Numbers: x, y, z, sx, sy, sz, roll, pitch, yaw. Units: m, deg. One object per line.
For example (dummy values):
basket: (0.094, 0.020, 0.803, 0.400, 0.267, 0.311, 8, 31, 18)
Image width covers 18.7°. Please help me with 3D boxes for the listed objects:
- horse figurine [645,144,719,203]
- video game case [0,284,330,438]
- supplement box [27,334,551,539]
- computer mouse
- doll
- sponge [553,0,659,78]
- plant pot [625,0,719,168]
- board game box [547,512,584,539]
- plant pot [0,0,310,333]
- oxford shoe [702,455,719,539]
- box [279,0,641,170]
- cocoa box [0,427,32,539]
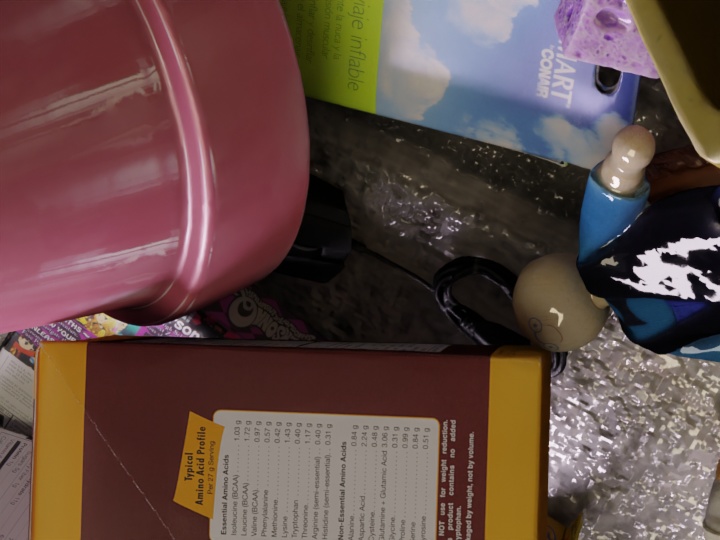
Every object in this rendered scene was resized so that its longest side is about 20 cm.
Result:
horse figurine: (0.202, -0.028, 0.837, 0.199, 0.050, 0.133, -28, 114, 41)
video game case: (-0.077, 0.073, 1.039, 0.199, 0.036, 0.181, 36, 138, -3)
supplement box: (-0.025, 0.128, 0.893, 0.198, 0.133, 0.199, 2, 90, 7)
computer mouse: (0.000, 0.000, 0.961, 0.199, 0.034, 0.059, 25, 130, 6)
doll: (0.137, -0.006, 0.817, 0.199, 0.049, 0.136, -14, 134, 43)
sponge: (0.153, -0.150, 0.747, 0.111, 0.030, 0.201, 12, 127, -14)
plant pot: (0.194, -0.113, 0.648, 0.195, 0.195, 0.200, -35, 139, 20)
board game box: (0.042, 0.196, 1.043, 0.030, 0.096, 0.200, 31, 131, -8)
plant pot: (-0.145, -0.057, 0.844, 0.200, 0.178, 0.202, 34, 136, 40)
oxford shoe: (0.234, 0.087, 0.897, 0.198, 0.075, 0.058, -5, 98, 27)
box: (0.021, -0.118, 0.856, 0.198, 0.048, 0.123, 15, 130, 13)
cocoa box: (-0.147, 0.198, 1.077, 0.130, 0.134, 0.201, 14, 141, 23)
